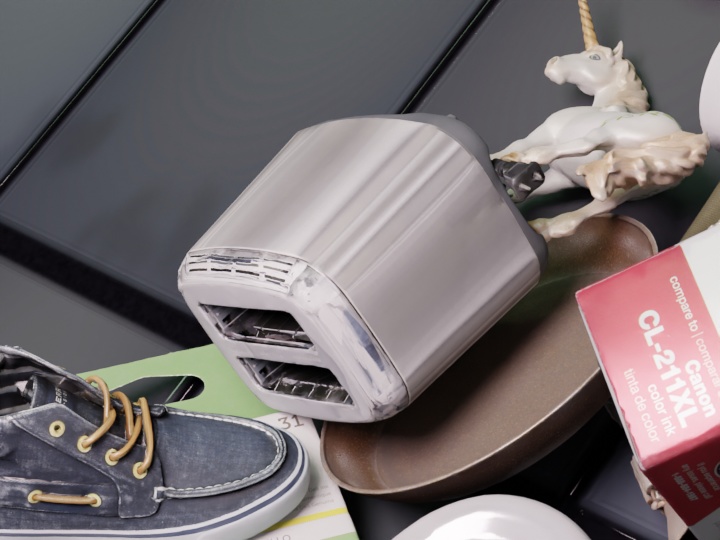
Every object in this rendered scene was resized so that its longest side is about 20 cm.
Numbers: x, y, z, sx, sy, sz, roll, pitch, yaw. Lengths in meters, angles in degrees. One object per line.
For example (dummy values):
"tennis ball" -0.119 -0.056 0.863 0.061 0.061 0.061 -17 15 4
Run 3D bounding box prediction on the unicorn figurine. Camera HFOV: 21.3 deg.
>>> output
"unicorn figurine" 0.119 -0.069 1.021 0.136 0.074 0.200 -26 32 -16

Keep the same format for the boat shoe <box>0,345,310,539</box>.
"boat shoe" -0.122 0.084 0.912 0.198 0.091 0.071 -5 43 -6

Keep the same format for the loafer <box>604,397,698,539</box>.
"loafer" 0.168 0.117 0.863 0.063 0.072 0.200 -44 49 -2

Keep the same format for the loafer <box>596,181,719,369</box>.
"loafer" 0.185 -0.019 0.842 0.199 0.075 0.070 -34 57 7

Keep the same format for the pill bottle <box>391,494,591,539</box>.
"pill bottle" 0.076 0.184 0.764 0.108 0.200 0.110 -14 49 17

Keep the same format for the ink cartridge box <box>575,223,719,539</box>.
"ink cartridge box" 0.205 0.026 0.760 0.199 0.146 0.083 -26 58 12

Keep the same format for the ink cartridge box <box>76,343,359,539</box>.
"ink cartridge box" -0.094 0.102 0.994 0.144 0.048 0.201 -12 46 -13

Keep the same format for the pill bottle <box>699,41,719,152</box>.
"pill bottle" 0.263 -0.060 0.921 0.111 0.111 0.199 -46 47 -12

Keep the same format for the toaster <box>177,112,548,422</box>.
"toaster" 0.000 0.000 0.959 0.129 0.114 0.199 -45 25 -23

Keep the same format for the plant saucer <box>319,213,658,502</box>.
"plant saucer" 0.069 0.048 0.954 0.199 0.032 0.201 -32 23 15
